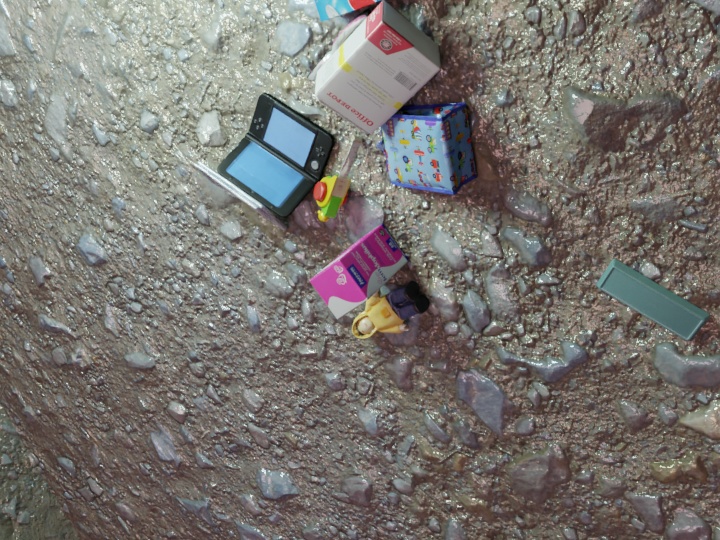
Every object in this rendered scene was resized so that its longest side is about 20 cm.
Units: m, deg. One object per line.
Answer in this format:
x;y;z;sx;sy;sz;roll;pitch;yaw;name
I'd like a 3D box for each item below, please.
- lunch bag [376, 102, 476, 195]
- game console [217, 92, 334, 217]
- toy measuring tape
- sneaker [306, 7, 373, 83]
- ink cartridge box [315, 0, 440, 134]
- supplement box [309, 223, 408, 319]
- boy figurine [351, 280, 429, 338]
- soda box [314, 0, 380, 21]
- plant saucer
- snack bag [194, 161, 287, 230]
0.111;-0.238;1.523;0.199;0.094;0.152;9;122;38;lunch bag
-0.182;-0.248;1.671;0.199;0.116;0.177;34;128;11;game console
-0.051;-0.199;1.660;0.073;0.073;0.201;27;109;17;toy measuring tape
-0.015;-0.417;1.516;0.086;0.081;0.200;40;138;-8;sneaker
0.029;-0.370;1.451;0.145;0.084;0.200;30;130;-28;ink cartridge box
0.000;0.000;1.635;0.103;0.200;0.102;-33;96;39;supplement box
0.054;0.090;1.740;0.199;0.064;0.125;-28;101;36;boy figurine
0.011;-0.520;1.437;0.199;0.068;0.065;-8;110;34;soda box
0.539;0.058;1.451;0.199;0.019;0.070;32;127;12;plant saucer
-0.263;-0.161;1.740;0.188;0.200;0.021;34;87;14;snack bag
